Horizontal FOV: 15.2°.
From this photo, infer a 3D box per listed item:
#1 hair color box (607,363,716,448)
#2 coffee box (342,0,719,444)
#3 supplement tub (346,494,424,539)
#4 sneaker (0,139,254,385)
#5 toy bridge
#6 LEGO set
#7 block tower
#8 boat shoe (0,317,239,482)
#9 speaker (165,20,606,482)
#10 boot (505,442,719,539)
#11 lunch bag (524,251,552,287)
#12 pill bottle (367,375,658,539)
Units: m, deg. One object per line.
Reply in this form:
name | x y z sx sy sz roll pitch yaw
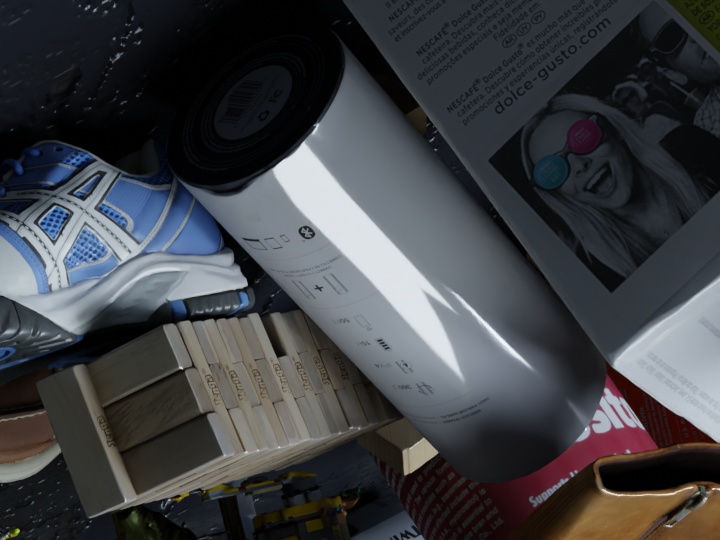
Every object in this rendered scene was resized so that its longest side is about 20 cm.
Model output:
hair color box | 0.139 0.068 1.325 0.200 0.061 0.101 -16 176 31
coffee box | 0.144 -0.077 1.022 0.200 0.198 0.200 -39 156 8
supplement tub | -0.037 0.213 1.459 0.200 0.123 0.123 -24 155 -21
sneaker | -0.129 -0.001 0.969 0.076 0.077 0.200 -27 168 39
toy bridge | 0.000 0.000 1.137 0.027 0.067 0.200 -34 139 -30
LEGO set | -0.105 0.101 1.142 0.200 0.116 0.154 -13 174 -12
block tower | -0.045 0.049 1.030 0.058 0.054 0.200 -26 173 22
boat shoe | -0.117 0.029 1.059 0.072 0.076 0.200 -51 162 25
speaker | 0.014 -0.002 1.040 0.081 0.081 0.200 -37 127 8
boot | 0.044 0.133 1.049 0.188 0.069 0.200 6 148 -32
lunch bag | 0.171 -0.046 1.282 0.176 0.082 0.200 -9 149 -36
pill bottle | 0.068 0.081 1.233 0.113 0.200 0.113 -28 157 -13
